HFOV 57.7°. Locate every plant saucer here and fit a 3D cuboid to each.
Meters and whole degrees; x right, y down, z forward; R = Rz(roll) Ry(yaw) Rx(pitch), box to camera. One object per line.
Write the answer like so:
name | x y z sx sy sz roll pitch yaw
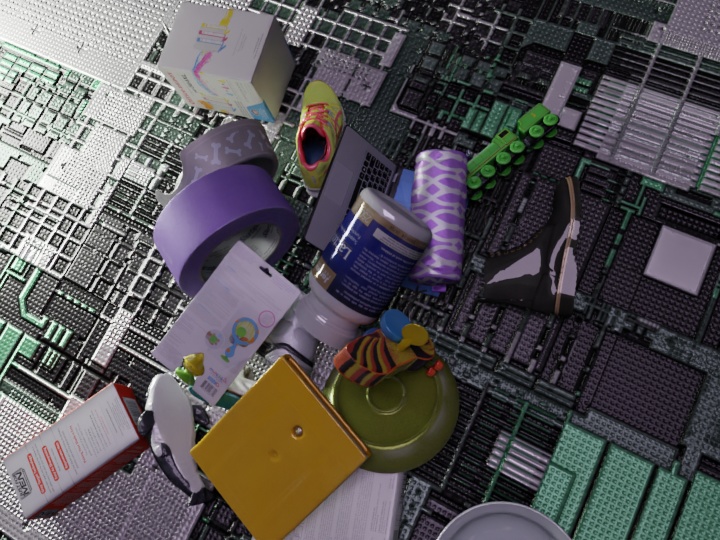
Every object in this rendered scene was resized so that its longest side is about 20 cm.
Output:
plant saucer | 0.038 0.177 0.908 0.196 0.031 0.203 -5 56 8

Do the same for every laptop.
laptop | 0.046 -0.088 0.976 0.115 0.199 0.190 4 70 47

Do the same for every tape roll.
tape roll | -0.194 -0.054 0.962 0.199 0.200 0.085 -37 71 -2

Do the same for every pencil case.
pencil case | 0.112 -0.076 0.948 0.082 0.086 0.204 5 80 7

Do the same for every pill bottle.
pill bottle | 0.000 0.000 0.890 0.115 0.115 0.201 38 103 19

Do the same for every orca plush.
orca plush | -0.273 0.257 0.968 0.201 0.105 0.071 54 133 11

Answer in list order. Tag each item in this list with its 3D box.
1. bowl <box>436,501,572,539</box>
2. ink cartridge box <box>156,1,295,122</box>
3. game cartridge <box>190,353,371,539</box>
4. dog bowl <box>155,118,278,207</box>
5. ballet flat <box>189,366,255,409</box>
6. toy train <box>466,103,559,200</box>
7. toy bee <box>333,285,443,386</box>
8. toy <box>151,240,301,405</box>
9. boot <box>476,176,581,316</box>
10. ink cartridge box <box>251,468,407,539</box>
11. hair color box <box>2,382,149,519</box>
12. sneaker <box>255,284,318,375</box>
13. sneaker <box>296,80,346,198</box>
bowl | 0.181 0.394 0.813 0.197 0.090 0.205 -3 72 9
ink cartridge box | -0.232 -0.349 1.098 0.197 0.129 0.127 13 76 15
game cartridge | -0.111 0.245 0.878 0.200 0.032 0.177 -45 78 13
dog bowl | -0.210 -0.139 0.996 0.199 0.200 0.059 -38 81 -3
ballet flat | -0.152 0.176 0.951 0.197 0.069 0.070 12 75 18
toy train | 0.222 -0.184 1.003 0.199 0.042 0.056 -39 60 -9
toy bee | 0.060 0.102 0.872 0.199 0.131 0.109 -38 81 -28
toy | -0.186 0.074 0.920 0.115 0.047 0.201 38 87 1
boot | 0.245 -0.041 0.947 0.136 0.078 0.203 5 73 17
ink cartridge box | -0.041 0.319 0.906 0.197 0.050 0.164 4 74 22
hair color box | -0.418 0.269 0.977 0.199 0.061 0.102 -34 70 -2
sneaker | -0.141 0.069 0.983 0.198 0.075 0.116 26 78 11
sneaker | -0.067 -0.226 1.049 0.077 0.090 0.203 -7 70 10
